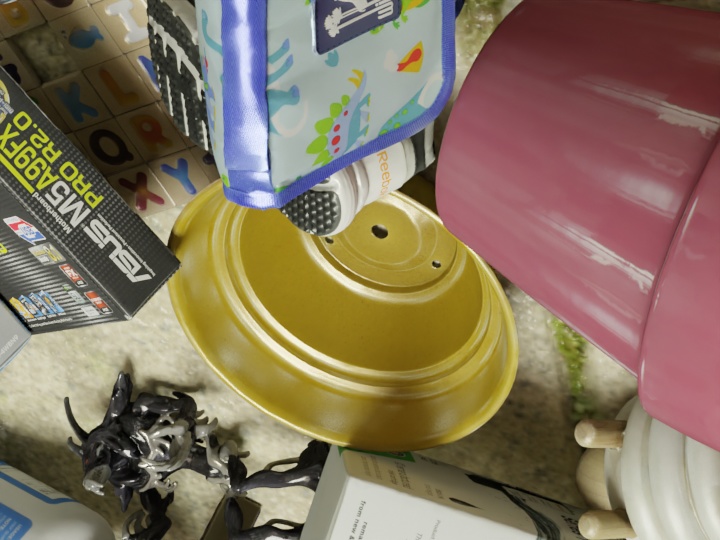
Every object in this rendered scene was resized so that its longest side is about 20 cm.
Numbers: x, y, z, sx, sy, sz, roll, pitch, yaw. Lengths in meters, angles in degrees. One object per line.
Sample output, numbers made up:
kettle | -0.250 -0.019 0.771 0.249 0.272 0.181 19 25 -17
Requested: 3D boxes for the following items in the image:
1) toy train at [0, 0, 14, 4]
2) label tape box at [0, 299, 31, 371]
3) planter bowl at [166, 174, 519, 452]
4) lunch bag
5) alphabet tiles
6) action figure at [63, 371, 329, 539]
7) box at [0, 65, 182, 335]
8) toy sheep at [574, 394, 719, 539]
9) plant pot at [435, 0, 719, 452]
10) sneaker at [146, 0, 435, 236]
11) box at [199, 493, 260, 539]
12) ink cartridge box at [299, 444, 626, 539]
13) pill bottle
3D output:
toy train | -0.193 -0.227 0.869 0.114 0.085 0.200 -14 121 19
label tape box | -0.309 -0.014 1.078 0.200 0.066 0.143 51 156 -24
planter bowl | 0.000 0.000 0.972 0.200 0.084 0.201 12 132 14
lunch bag | -0.018 -0.149 0.769 0.127 0.200 0.171 11 132 16
alphabet tiles | -0.122 -0.108 0.987 0.199 0.008 0.167 -14 121 34
action figure | -0.113 0.136 1.131 0.199 0.102 0.119 12 119 14
box | -0.200 -0.038 0.995 0.160 0.044 0.200 48 157 -16
toy sheep | 0.199 0.105 0.942 0.200 0.138 0.138 -7 127 45
plant pot | 0.142 -0.039 0.813 0.179 0.200 0.201 25 137 24
sneaker | -0.039 -0.089 0.882 0.200 0.080 0.074 44 148 37
box | -0.128 0.256 1.228 0.032 0.121 0.200 25 135 1
ink cartridge box | 0.071 0.170 1.019 0.199 0.147 0.083 19 94 -5
pill bottle | -0.237 0.198 1.202 0.199 0.112 0.113 23 137 28
